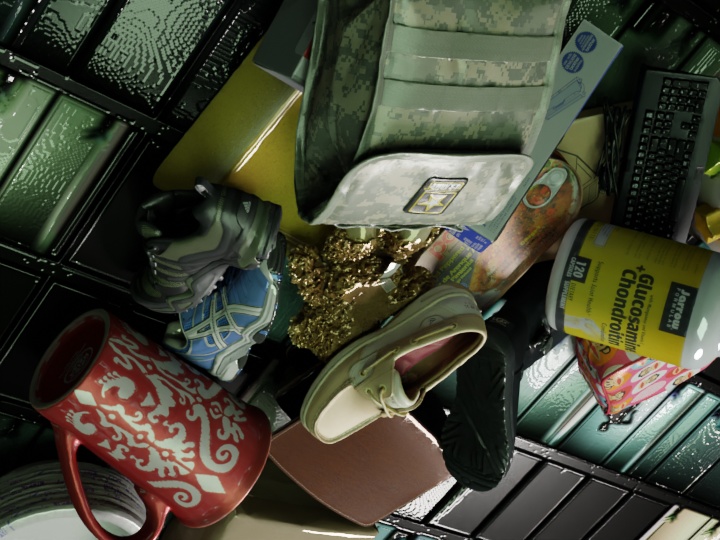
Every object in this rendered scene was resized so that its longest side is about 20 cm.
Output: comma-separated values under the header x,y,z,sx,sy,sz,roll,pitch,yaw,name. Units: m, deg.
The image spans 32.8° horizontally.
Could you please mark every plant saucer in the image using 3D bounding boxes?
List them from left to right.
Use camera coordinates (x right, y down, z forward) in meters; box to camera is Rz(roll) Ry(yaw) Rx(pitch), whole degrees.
x,y,z,sx,sy,sz,roll,pitch,yaw,name
-0.046,-0.095,1.074,0.200,0.049,0.200,28,114,-36,plant saucer

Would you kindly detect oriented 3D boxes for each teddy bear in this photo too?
x,y,z,sx,sy,sz,roll,pitch,yaw,name
0.000,0.000,1.100,0.144,0.067,0.200,-17,143,-14,teddy bear

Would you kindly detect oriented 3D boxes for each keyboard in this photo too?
x,y,z,sx,sy,sz,roll,pitch,yaw,name
0.269,-0.093,1.146,0.104,0.040,0.201,10,125,11,keyboard

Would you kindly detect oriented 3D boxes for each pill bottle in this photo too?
x,y,z,sx,sy,sz,roll,pitch,yaw,name
0.282,0.027,1.143,0.199,0.112,0.112,16,133,21,pill bottle

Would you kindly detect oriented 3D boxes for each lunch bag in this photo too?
x,y,z,sx,sy,sz,roll,pitch,yaw,name
0.047,-0.119,0.900,0.163,0.118,0.201,-2,114,-30,lunch bag
0.319,0.074,1.289,0.176,0.082,0.200,-25,158,1,lunch bag

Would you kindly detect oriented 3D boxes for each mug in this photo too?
x,y,z,sx,sy,sz,roll,pitch,yaw,name
-0.201,0.150,1.129,0.133,0.178,0.200,-20,131,37,mug

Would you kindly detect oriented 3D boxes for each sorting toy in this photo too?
x,y,z,sx,sy,sz,roll,pitch,yaw,name
0.369,-0.055,1.179,0.106,0.180,0.201,-17,131,-8,sorting toy

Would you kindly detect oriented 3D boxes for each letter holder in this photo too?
x,y,z,sx,sy,sz,roll,pitch,yaw,name
-0.008,0.160,1.262,0.142,0.101,0.200,-35,131,11,letter holder

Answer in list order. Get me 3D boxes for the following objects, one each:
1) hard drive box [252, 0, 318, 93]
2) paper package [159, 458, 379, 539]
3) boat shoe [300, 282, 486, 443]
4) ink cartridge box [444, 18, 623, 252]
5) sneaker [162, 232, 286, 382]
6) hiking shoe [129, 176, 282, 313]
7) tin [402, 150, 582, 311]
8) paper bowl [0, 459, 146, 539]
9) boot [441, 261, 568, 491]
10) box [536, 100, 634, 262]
x,y,z,sx,sy,sz,roll,pitch,yaw,name
0.038,-0.183,0.987,0.200,0.077,0.156,26,94,-35,hard drive box
-0.111,0.307,1.338,0.190,0.104,0.200,15,120,-30,paper package
0.030,0.095,1.109,0.200,0.069,0.074,-42,130,10,boat shoe
0.146,-0.112,1.055,0.044,0.094,0.200,33,85,2,ink cartridge box
-0.122,0.033,1.110,0.077,0.076,0.200,20,135,-14,sneaker
-0.154,-0.029,1.044,0.101,0.076,0.200,33,140,-26,hiking shoe
0.122,-0.038,1.164,0.112,0.042,0.200,27,115,-39,tin
-0.311,0.271,1.229,0.200,0.105,0.201,-10,130,-13,paper bowl
0.158,0.107,1.243,0.168,0.076,0.201,-35,136,-46,boot
0.173,-0.076,1.192,0.199,0.021,0.164,-12,130,-11,box
